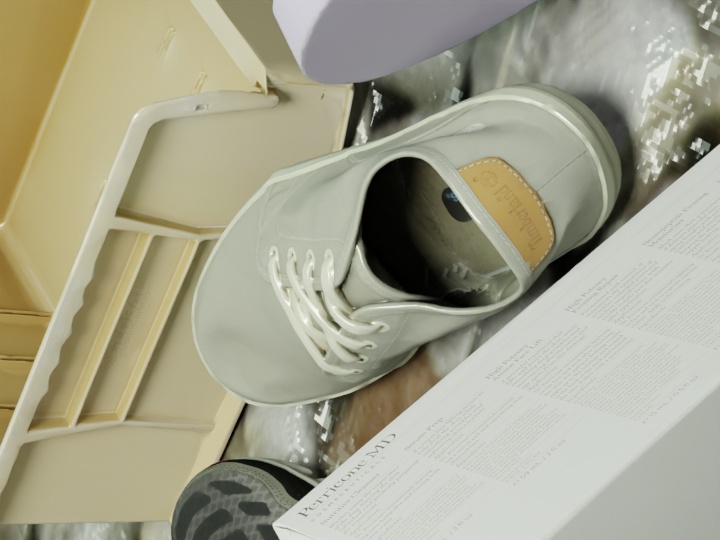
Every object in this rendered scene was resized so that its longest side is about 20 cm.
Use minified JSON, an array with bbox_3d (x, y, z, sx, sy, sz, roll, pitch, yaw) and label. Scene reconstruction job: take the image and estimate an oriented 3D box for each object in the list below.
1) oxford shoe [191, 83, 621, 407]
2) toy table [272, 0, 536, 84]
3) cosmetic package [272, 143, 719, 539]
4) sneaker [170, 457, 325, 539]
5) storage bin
[{"bbox_3d":[0.000,0.000,0.881,0.075,0.058,0.200,52,141,-8],"label":"oxford shoe"},{"bbox_3d":[0.029,-0.150,0.791,0.200,0.184,0.117,-37,74,38],"label":"toy table"},{"bbox_3d":[0.082,0.025,0.668,0.082,0.200,0.051,15,138,54],"label":"cosmetic package"},{"bbox_3d":[-0.026,0.133,0.895,0.074,0.087,0.200,-60,42,32],"label":"sneaker"},{"bbox_3d":[-0.107,-0.039,1.026,0.200,0.094,0.199,54,129,44],"label":"storage bin"}]
